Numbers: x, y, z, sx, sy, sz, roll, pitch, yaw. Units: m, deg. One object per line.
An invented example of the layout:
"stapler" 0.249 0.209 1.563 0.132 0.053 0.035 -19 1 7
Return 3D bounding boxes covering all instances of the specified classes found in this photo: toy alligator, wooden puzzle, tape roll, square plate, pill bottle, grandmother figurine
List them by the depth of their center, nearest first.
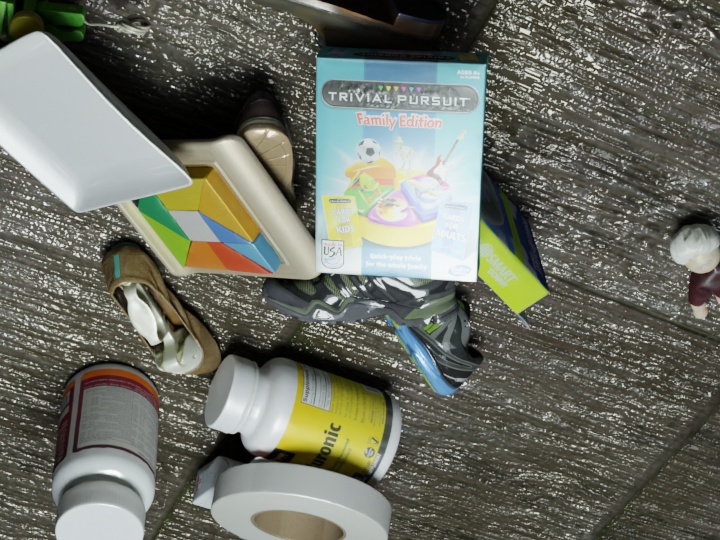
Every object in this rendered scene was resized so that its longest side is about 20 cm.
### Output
"toy alligator" -0.290 -0.217 1.321 0.198 0.060 0.055 10 128 -13
"square plate" -0.271 -0.136 1.356 0.199 0.029 0.198 -9 134 46
"wooden puzzle" -0.154 -0.053 1.430 0.199 0.037 0.185 -1 137 37
"pill bottle" -0.271 0.203 1.574 0.108 0.201 0.110 -2 130 -3
"grandmother figurine" 0.400 0.012 1.574 0.199 0.061 0.121 35 110 -31
"pill bottle" -0.064 0.160 1.616 0.199 0.112 0.112 20 125 -19
"tape roll" -0.066 0.265 1.621 0.201 0.037 0.203 7 152 4

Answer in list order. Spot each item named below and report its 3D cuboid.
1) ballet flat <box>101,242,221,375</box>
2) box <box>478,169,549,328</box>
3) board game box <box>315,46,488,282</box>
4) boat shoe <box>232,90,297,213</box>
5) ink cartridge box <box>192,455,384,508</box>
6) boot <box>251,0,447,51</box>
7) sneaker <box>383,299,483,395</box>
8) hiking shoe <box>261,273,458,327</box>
"ballet flat" -0.208 0.059 1.545 0.067 0.073 0.201 -20 128 10
"box" 0.118 -0.048 1.456 0.047 0.122 0.200 -33 125 19
"board game box" 0.036 -0.095 1.327 0.149 0.047 0.202 3 111 7
"boat shoe" -0.095 -0.095 1.436 0.071 0.065 0.201 3 147 -1
"ink cartridge box" -0.083 0.241 1.674 0.161 0.051 0.200 20 147 -20
"boot" -0.028 -0.213 1.339 0.198 0.075 0.097 11 125 -16
"sneaker" 0.072 0.044 1.572 0.082 0.071 0.200 -35 124 -7
"hiking shoe" 0.000 0.000 1.475 0.198 0.076 0.102 1 99 5
